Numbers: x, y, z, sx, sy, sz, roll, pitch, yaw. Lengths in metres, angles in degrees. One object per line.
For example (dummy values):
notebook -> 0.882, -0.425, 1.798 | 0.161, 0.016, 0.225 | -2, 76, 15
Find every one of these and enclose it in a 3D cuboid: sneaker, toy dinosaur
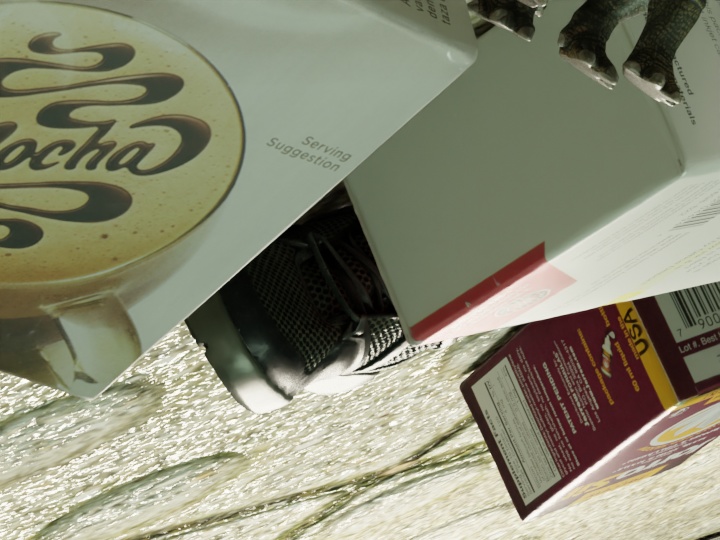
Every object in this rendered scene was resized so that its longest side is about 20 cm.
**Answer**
sneaker -> 0.000, 0.000, 1.077 | 0.114, 0.076, 0.199 | -29, 169, 15
toy dinosaur -> 0.077, -0.105, 0.782 | 0.102, 0.077, 0.200 | -57, -179, -1

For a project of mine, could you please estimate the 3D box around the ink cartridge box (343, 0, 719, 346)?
ink cartridge box -> 0.113, -0.050, 1.050 | 0.200, 0.084, 0.145 | -10, 161, -46

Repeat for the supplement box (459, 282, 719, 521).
supplement box -> 0.146, 0.048, 1.481 | 0.110, 0.086, 0.200 | -18, 166, -26

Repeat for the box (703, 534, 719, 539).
box -> 0.350, 0.307, 2.929 | 0.200, 0.048, 0.193 | -11, 159, -42

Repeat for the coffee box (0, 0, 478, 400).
coffee box -> -0.095, -0.063, 0.470 | 0.200, 0.080, 0.113 | 22, 131, -38
